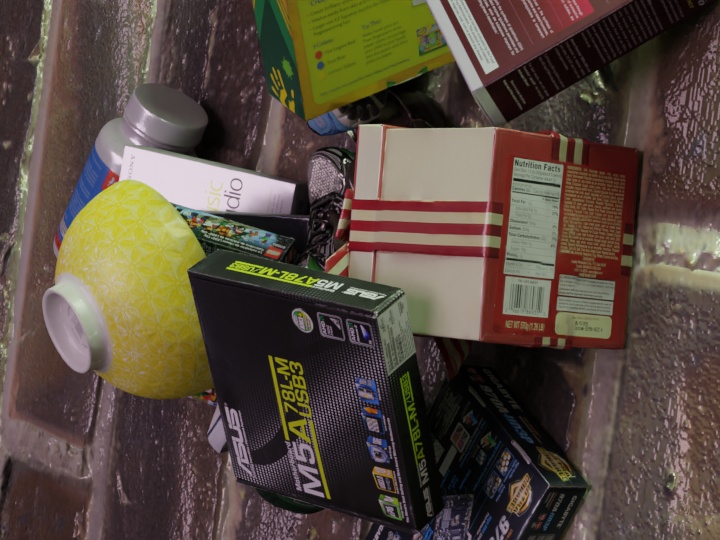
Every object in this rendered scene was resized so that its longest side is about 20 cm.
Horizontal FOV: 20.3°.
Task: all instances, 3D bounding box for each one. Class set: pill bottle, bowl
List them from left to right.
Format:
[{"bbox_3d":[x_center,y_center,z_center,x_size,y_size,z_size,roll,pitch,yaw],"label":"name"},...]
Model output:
[{"bbox_3d":[-0.214,0.032,1.758,0.200,0.107,0.201,38,141,39],"label":"bowl"},{"bbox_3d":[-0.231,-0.086,2.055,0.112,0.112,0.201,53,127,42],"label":"pill bottle"}]

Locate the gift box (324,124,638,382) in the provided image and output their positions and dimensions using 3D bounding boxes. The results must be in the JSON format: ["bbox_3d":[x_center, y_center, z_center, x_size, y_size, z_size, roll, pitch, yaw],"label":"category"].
[{"bbox_3d":[0.087,-0.012,1.559,0.186,0.184,0.202,6,86,51],"label":"gift box"}]

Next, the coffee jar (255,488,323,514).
[{"bbox_3d":[-0.020,0.146,1.719,0.200,0.085,0.105,-29,44,64],"label":"coffee jar"}]

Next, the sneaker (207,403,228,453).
[{"bbox_3d":[-0.101,0.086,1.796,0.071,0.073,0.201,47,138,18],"label":"sneaker"}]

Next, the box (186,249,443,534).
[{"bbox_3d":[-0.035,0.093,1.556,0.192,0.047,0.201,11,124,36],"label":"box"}]

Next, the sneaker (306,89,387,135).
[{"bbox_3d":[-0.038,-0.211,1.765,0.090,0.078,0.202,-31,59,52],"label":"sneaker"}]

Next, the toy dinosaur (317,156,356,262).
[{"bbox_3d":[0.000,0.000,1.684,0.102,0.077,0.201,5,66,42],"label":"toy dinosaur"}]

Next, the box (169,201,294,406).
[{"bbox_3d":[-0.131,0.040,1.836,0.136,0.038,0.201,17,132,16],"label":"box"}]

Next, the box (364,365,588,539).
[{"bbox_3d":[0.088,0.203,1.637,0.159,0.046,0.201,51,124,45],"label":"box"}]

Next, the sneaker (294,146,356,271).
[{"bbox_3d":[-0.019,-0.019,1.783,0.078,0.085,0.202,-34,58,46],"label":"sneaker"}]

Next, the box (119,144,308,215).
[{"bbox_3d":[-0.151,-0.033,1.933,0.199,0.036,0.146,13,96,27],"label":"box"}]

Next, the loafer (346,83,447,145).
[{"bbox_3d":[0.036,-0.109,1.732,0.200,0.071,0.074,44,119,47],"label":"loafer"}]

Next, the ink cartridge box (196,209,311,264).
[{"bbox_3d":[-0.127,-0.006,1.882,0.198,0.039,0.100,3,93,27],"label":"ink cartridge box"}]

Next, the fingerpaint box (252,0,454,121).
[{"bbox_3d":[0.011,-0.239,1.633,0.073,0.199,0.168,38,146,49],"label":"fingerpaint box"}]

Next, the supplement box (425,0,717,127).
[{"bbox_3d":[0.159,-0.207,1.509,0.199,0.061,0.109,-29,56,9],"label":"supplement box"}]
